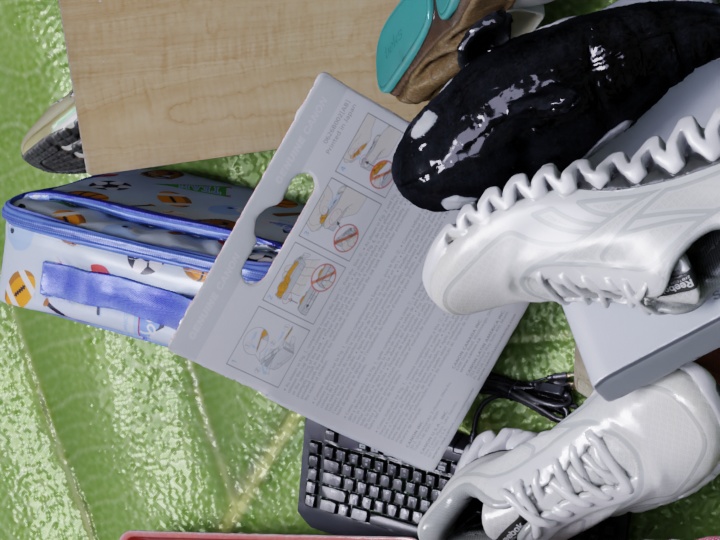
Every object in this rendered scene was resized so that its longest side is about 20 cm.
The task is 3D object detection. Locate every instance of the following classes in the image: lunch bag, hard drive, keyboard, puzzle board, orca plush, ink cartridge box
[{"bbox_3d":[-0.090,-0.002,1.532,0.199,0.160,0.076,12,103,26],"label":"lunch bag"},{"bbox_3d":[0.147,-0.047,1.413,0.131,0.027,0.201,-29,54,14],"label":"hard drive"},{"bbox_3d":[0.058,0.107,1.552,0.199,0.021,0.128,13,103,24],"label":"keyboard"},{"bbox_3d":[-0.061,-0.138,1.515,0.199,0.017,0.152,-8,107,-2],"label":"puzzle board"},{"bbox_3d":[0.109,-0.077,1.364,0.199,0.071,0.106,-10,102,3],"label":"orca plush"},{"bbox_3d":[0.000,0.000,1.450,0.050,0.200,0.163,34,95,52],"label":"ink cartridge box"}]

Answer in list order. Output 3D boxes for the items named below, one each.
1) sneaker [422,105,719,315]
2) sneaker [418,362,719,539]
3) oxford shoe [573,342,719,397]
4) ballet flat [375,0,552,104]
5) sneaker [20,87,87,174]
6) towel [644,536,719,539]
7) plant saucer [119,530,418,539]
[{"bbox_3d":[0.122,-0.013,1.350,0.199,0.075,0.081,-21,65,20],"label":"sneaker"},{"bbox_3d":[0.109,0.107,1.438,0.200,0.081,0.075,-31,91,44],"label":"sneaker"},{"bbox_3d":[0.200,0.076,1.459,0.200,0.071,0.074,32,132,23],"label":"oxford shoe"},{"bbox_3d":[0.062,-0.140,1.432,0.072,0.200,0.068,1,65,-13],"label":"ballet flat"},{"bbox_3d":[-0.119,-0.134,1.580,0.200,0.077,0.089,-41,58,10],"label":"sneaker"},{"bbox_3d":[0.086,0.169,1.439,0.199,0.146,0.030,-3,72,-3],"label":"towel"},{"bbox_3d":[-0.036,0.244,1.608,0.199,0.037,0.201,-1,99,28],"label":"plant saucer"}]
